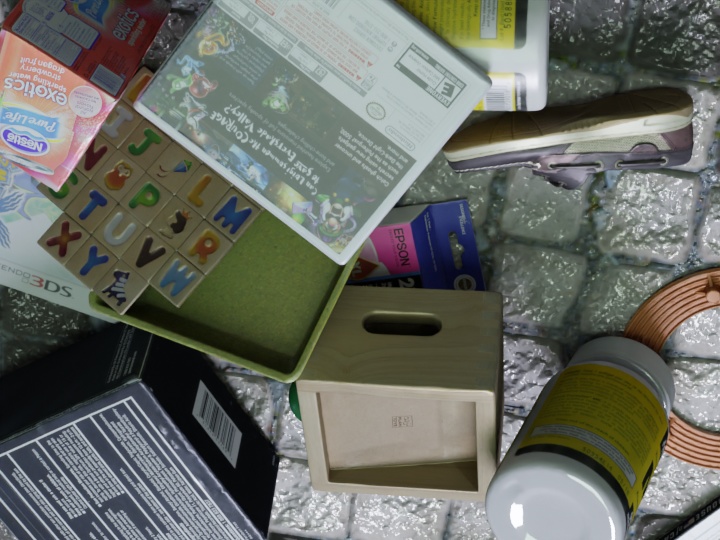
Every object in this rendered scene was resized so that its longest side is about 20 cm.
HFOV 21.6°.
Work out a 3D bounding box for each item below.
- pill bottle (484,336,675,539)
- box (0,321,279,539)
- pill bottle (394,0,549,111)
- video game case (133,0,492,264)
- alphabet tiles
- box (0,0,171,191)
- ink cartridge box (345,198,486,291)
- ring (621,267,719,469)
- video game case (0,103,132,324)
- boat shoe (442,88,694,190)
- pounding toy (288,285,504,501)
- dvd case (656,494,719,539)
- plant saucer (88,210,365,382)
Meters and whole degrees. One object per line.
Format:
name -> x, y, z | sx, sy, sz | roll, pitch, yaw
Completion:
pill bottle -> 0.185, 0.145, 1.537 | 0.114, 0.200, 0.114 | 13, 126, 19
box -> -0.209, 0.165, 1.646 | 0.198, 0.123, 0.200 | -24, 118, 19
pill bottle -> 0.044, -0.178, 1.441 | 0.200, 0.111, 0.111 | 2, 118, 6
video game case -> -0.036, -0.131, 1.392 | 0.200, 0.023, 0.182 | 37, 106, -9
alphabet tiles -> -0.158, -0.069, 1.500 | 0.166, 0.006, 0.200 | 39, 84, 22
box -> -0.226, -0.160, 1.434 | 0.103, 0.200, 0.095 | 33, 117, -11
ink cartridge box -> 0.000, 0.000, 1.588 | 0.200, 0.037, 0.095 | -9, 117, 9
ring -> 0.317, 0.088, 1.604 | 0.200, 0.019, 0.201 | 3, 118, 5
video game case -> -0.261, -0.066, 1.591 | 0.182, 0.022, 0.200 | 19, 119, -4
boat shoe -> 0.166, -0.095, 1.495 | 0.200, 0.072, 0.065 | -10, 112, 6
pounding toy -> 0.017, 0.075, 1.549 | 0.200, 0.142, 0.184 | 3, 140, 7
dvd case -> 0.360, 0.290, 1.704 | 0.200, 0.025, 0.150 | 42, 116, -14
plant saucer -> -0.086, -0.020, 1.498 | 0.199, 0.200, 0.048 | 19, 163, 26
